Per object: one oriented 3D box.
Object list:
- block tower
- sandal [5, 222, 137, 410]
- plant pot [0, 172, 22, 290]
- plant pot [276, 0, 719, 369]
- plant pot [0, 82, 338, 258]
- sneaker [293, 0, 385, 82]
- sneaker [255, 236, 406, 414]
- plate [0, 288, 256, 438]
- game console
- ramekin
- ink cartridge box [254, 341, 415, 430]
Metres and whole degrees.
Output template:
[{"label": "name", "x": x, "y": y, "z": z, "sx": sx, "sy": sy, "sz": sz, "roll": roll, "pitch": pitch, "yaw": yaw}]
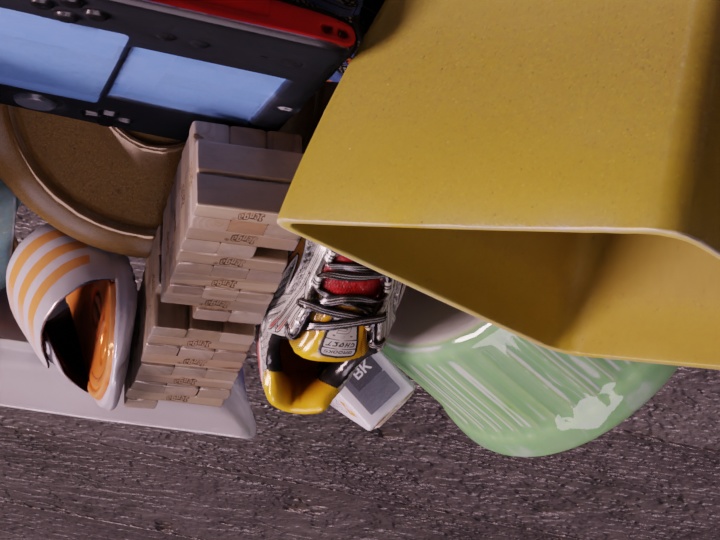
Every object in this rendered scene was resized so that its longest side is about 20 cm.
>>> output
[{"label": "block tower", "x": -0.074, "y": 0.002, "z": 0.881, "sx": 0.058, "sy": 0.054, "sz": 0.200, "roll": 7, "pitch": 148, "yaw": -15}, {"label": "sandal", "x": -0.166, "y": 0.004, "z": 0.976, "sx": 0.059, "sy": 0.207, "sz": 0.079, "roll": 4, "pitch": 119, "yaw": -20}, {"label": "plant pot", "x": -0.284, "y": -0.063, "z": 0.964, "sx": 0.199, "sy": 0.197, "sz": 0.196, "roll": 1, "pitch": 156, "yaw": -13}, {"label": "plant pot", "x": 0.118, "y": -0.070, "z": 0.723, "sx": 0.199, "sy": 0.177, "sz": 0.200, "roll": 3, "pitch": 165, "yaw": 45}, {"label": "plant pot", "x": -0.097, "y": -0.093, "z": 0.884, "sx": 0.199, "sy": 0.028, "sz": 0.201, "roll": -3, "pitch": 114, "yaw": -6}, {"label": "sneaker", "x": 0.035, "y": -0.101, "z": 0.808, "sx": 0.199, "sy": 0.076, "sz": 0.078, "roll": 13, "pitch": 170, "yaw": -37}, {"label": "sneaker", "x": 0.000, "y": 0.000, "z": 0.861, "sx": 0.078, "sy": 0.082, "sz": 0.200, "roll": 10, "pitch": 142, "yaw": -13}, {"label": "plate", "x": -0.162, "y": 0.041, "z": 1.061, "sx": 0.199, "sy": 0.032, "sz": 0.200, "roll": 8, "pitch": -167, "yaw": -9}, {"label": "game console", "x": -0.107, "y": -0.093, "z": 0.771, "sx": 0.176, "sy": 0.031, "sz": 0.200, "roll": 16, "pitch": 169, "yaw": -12}, {"label": "ramekin", "x": 0.090, "y": -0.010, "z": 0.967, "sx": 0.200, "sy": 0.201, "sz": 0.098, "roll": -19, "pitch": 137, "yaw": 42}, {"label": "ink cartridge box", "x": -0.074, "y": -0.007, "z": 1.042, "sx": 0.200, "sy": 0.043, "sz": 0.198, "roll": 48, "pitch": 172, "yaw": -20}]
